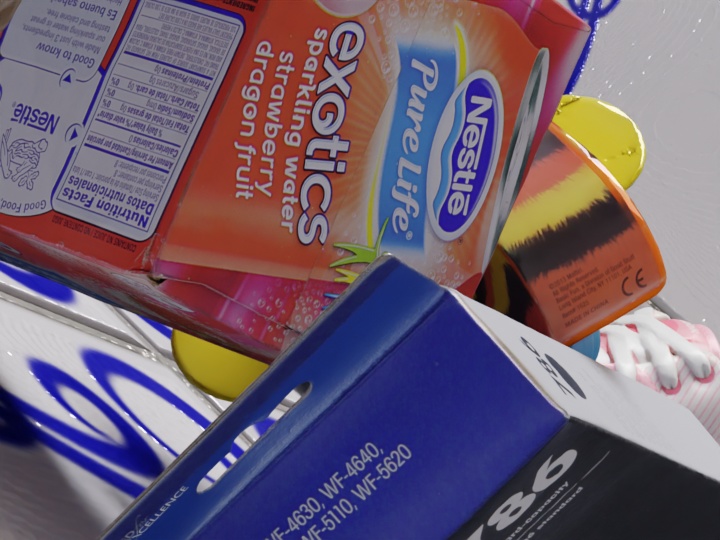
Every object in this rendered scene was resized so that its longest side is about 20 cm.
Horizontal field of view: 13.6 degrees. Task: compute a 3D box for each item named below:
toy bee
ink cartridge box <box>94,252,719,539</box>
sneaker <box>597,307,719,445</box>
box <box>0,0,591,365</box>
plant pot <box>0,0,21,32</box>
[{"bbox_3d":[0.000,0.000,0.768,0.131,0.200,0.109,-26,80,-43],"label":"toy bee"},{"bbox_3d":[0.019,0.060,0.666,0.039,0.099,0.200,50,11,25],"label":"ink cartridge box"},{"bbox_3d":[0.066,0.040,1.095,0.200,0.105,0.075,36,9,-25],"label":"sneaker"},{"bbox_3d":[-0.059,-0.048,0.699,0.199,0.100,0.095,18,-8,46],"label":"box"},{"bbox_3d":[-0.142,-0.080,0.424,0.174,0.199,0.200,56,7,1],"label":"plant pot"}]
